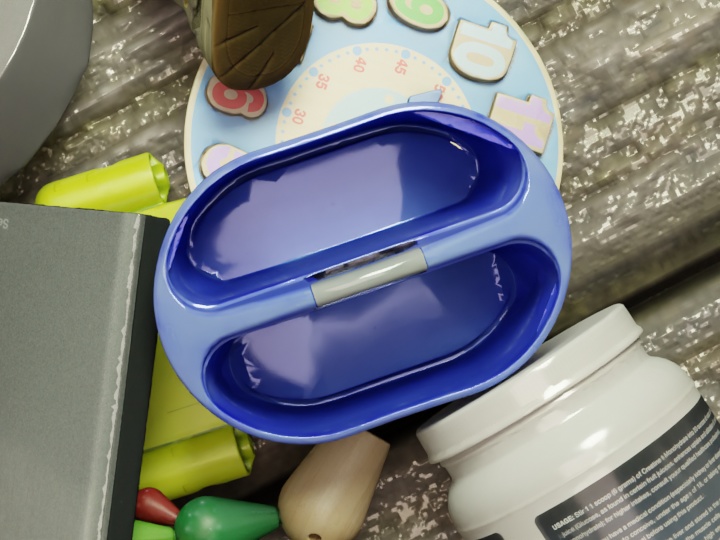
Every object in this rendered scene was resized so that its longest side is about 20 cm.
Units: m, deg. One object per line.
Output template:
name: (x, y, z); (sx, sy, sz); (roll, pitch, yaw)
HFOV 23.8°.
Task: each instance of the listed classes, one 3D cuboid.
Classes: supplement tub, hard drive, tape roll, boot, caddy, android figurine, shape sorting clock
supplement tub: (0.132, 0.132, 0.849); (0.140, 0.140, 0.200); (-32, 88, 2)
hard drive: (-0.166, 0.066, 0.856); (0.139, 0.033, 0.200); (6, 88, 34)
tape roll: (-0.241, -0.126, 0.876); (0.200, 0.066, 0.200); (-5, 70, 15)
boot: (-0.073, -0.209, 0.835); (0.072, 0.155, 0.200); (-11, 129, -29)
caddy: (0.000, 0.000, 0.819); (0.200, 0.105, 0.141); (-19, 96, -4)
android figurine: (-0.122, 0.034, 0.916); (0.200, 0.041, 0.182); (-16, 89, 1)
shape sorting clock: (0.008, -0.066, 0.890); (0.200, 0.039, 0.200); (1, 86, -10)

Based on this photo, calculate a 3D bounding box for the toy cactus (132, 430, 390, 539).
toy cactus: (-0.036, 0.155, 0.885); (0.200, 0.102, 0.165); (30, 86, -1)
